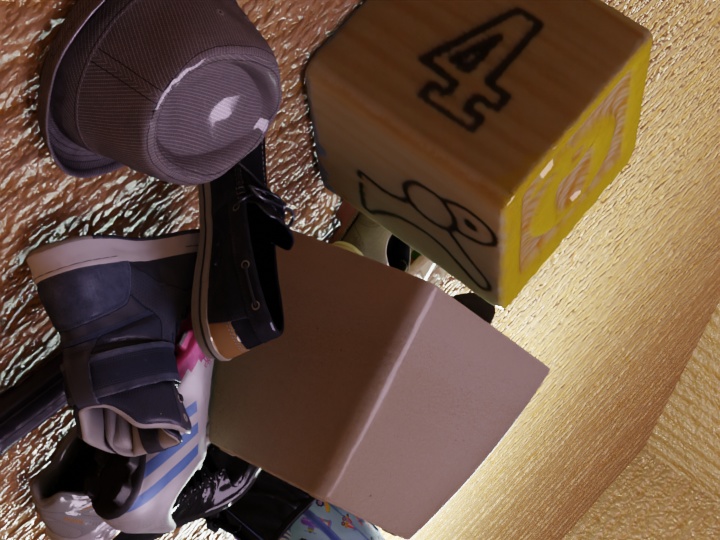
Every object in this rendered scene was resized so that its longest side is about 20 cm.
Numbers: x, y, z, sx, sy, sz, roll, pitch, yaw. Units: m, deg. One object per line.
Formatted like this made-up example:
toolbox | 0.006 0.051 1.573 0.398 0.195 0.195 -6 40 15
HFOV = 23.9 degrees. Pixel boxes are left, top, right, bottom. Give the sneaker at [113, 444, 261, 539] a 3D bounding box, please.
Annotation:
sneaker | -0.167 0.185 1.443 0.199 0.060 0.104 -29 160 -16

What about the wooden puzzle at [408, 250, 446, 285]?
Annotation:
wooden puzzle | 0.043 0.011 1.687 0.200 0.046 0.186 -49 173 -33

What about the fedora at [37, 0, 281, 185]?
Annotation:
fedora | -0.109 -0.116 1.056 0.178 0.090 0.200 -56 162 6

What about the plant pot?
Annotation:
plant pot | -0.005 0.097 1.361 0.199 0.199 0.178 34 80 -49

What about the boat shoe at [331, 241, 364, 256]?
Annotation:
boat shoe | -0.065 0.061 1.504 0.201 0.072 0.065 -52 163 9

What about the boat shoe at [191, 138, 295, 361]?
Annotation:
boat shoe | -0.077 -0.034 1.181 0.075 0.062 0.202 50 35 -56

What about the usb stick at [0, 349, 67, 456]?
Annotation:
usb stick | -0.205 0.070 1.211 0.055 0.033 0.200 -8 -155 48

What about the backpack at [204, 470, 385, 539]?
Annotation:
backpack | -0.038 0.268 1.719 0.135 0.199 0.183 -51 160 -9

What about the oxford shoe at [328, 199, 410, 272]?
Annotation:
oxford shoe | 0.000 0.000 1.548 0.071 0.074 0.201 -27 147 -54

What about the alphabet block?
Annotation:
alphabet block | 0.094 -0.126 1.366 0.197 0.199 0.196 -49 161 -16

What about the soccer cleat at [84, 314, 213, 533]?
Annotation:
soccer cleat | -0.146 0.104 1.299 0.086 0.069 0.202 33 72 -48

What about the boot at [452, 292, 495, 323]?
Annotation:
boot | 0.086 0.128 1.991 0.189 0.068 0.200 -50 162 -16

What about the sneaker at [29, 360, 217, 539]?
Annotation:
sneaker | -0.180 0.130 1.340 0.200 0.075 0.092 -51 155 -19

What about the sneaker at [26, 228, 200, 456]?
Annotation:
sneaker | -0.139 0.050 1.170 0.076 0.148 0.202 -22 173 30
